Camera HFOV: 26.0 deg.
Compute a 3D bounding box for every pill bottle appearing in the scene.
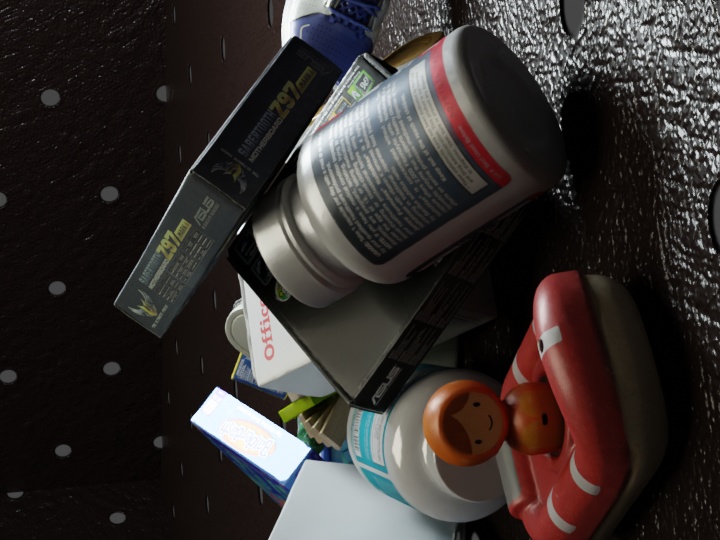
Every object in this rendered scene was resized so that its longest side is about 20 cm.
[{"bbox_3d":[0.027,-0.062,1.042,0.199,0.119,0.121,-33,51,27],"label":"pill bottle"},{"bbox_3d":[0.061,0.128,1.170,0.200,0.109,0.112,177,90,-77],"label":"pill bottle"}]

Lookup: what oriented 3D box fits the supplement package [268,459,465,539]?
[{"bbox_3d":[0.001,0.293,1.264,0.191,0.145,0.202,-61,-25,-66],"label":"supplement package"}]

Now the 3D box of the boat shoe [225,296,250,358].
[{"bbox_3d":[-0.024,0.075,1.400,0.062,0.198,0.075,-59,-10,-53],"label":"boat shoe"}]

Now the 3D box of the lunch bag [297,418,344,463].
[{"bbox_3d":[-0.025,0.163,1.615,0.200,0.075,0.162,106,161,-70],"label":"lunch bag"}]

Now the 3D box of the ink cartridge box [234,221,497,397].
[{"bbox_3d":[0.000,0.000,1.251,0.199,0.084,0.146,-27,62,37],"label":"ink cartridge box"}]

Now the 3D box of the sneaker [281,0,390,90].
[{"bbox_3d":[0.009,-0.254,1.271,0.201,0.080,0.115,-66,18,-14],"label":"sneaker"}]

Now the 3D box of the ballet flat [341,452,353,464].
[{"bbox_3d":[0.015,0.123,1.478,0.070,0.067,0.203,0,95,62],"label":"ballet flat"}]

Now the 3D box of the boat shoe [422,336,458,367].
[{"bbox_3d":[0.046,0.026,1.334,0.072,0.069,0.203,57,-152,-81],"label":"boat shoe"}]

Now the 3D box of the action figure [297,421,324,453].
[{"bbox_3d":[-0.043,0.082,1.502,0.118,0.054,0.202,54,-145,-60],"label":"action figure"}]

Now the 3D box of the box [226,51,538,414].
[{"bbox_3d":[0.009,-0.031,1.157,0.201,0.047,0.193,-54,47,14],"label":"box"}]

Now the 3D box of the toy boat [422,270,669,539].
[{"bbox_3d":[0.101,0.088,0.940,0.201,0.129,0.132,105,157,-55],"label":"toy boat"}]

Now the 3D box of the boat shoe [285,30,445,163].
[{"bbox_3d":[0.014,-0.131,1.323,0.199,0.071,0.070,-32,101,41],"label":"boat shoe"}]

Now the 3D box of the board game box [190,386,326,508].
[{"bbox_3d":[-0.051,0.202,1.440,0.152,0.045,0.200,26,162,47],"label":"board game box"}]

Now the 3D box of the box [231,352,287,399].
[{"bbox_3d":[-0.072,0.029,1.638,0.070,0.064,0.202,177,115,-88],"label":"box"}]

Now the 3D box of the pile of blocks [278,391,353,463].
[{"bbox_3d":[-0.015,0.140,1.351,0.062,0.200,0.082,-34,17,44],"label":"pile of blocks"}]

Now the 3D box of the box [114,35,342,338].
[{"bbox_3d":[-0.100,-0.059,1.151,0.158,0.051,0.200,-59,5,-37],"label":"box"}]
